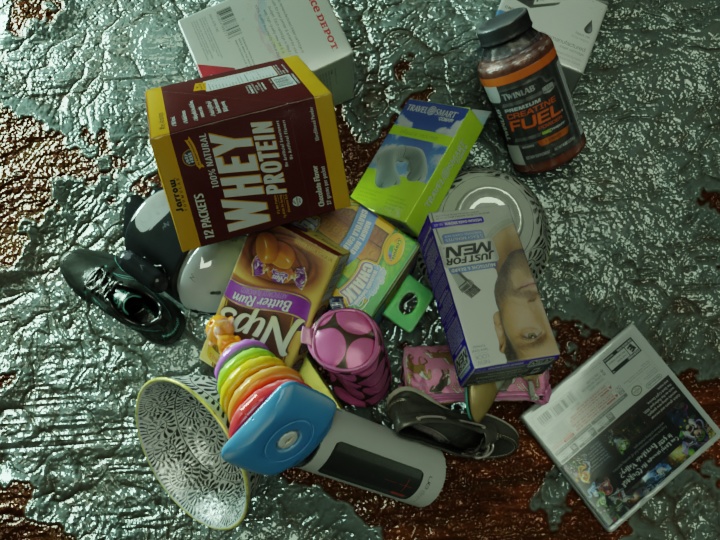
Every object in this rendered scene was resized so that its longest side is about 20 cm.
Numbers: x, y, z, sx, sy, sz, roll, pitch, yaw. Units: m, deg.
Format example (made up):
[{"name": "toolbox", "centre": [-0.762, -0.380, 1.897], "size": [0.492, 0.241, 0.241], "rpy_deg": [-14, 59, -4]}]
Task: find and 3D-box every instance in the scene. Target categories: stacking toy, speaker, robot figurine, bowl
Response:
[{"name": "stacking toy", "centre": [-0.126, 0.121, 0.912], "size": [0.116, 0.110, 0.200], "rpy_deg": [-46, 52, 5]}, {"name": "speaker", "centre": [0.010, 0.224, 0.980], "size": [0.198, 0.081, 0.082], "rpy_deg": [28, 76, -32]}, {"name": "robot figurine", "centre": [-0.227, -0.027, 1.058], "size": [0.199, 0.125, 0.151], "rpy_deg": [34, 76, 24]}, {"name": "bowl", "centre": [0.166, -0.056, 1.080], "size": [0.197, 0.094, 0.205], "rpy_deg": [0, 78, 2]}, {"name": "bowl", "centre": [-0.179, 0.207, 1.004], "size": [0.202, 0.201, 0.094], "rpy_deg": [50, 44, 11]}]

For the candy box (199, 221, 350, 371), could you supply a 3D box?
[{"name": "candy box", "centre": [-0.105, 0.044, 0.980], "size": [0.115, 0.056, 0.203], "rpy_deg": [27, 106, 13]}]

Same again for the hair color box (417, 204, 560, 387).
[{"name": "hair color box", "centre": [0.146, 0.026, 0.949], "size": [0.107, 0.065, 0.203], "rpy_deg": [-7, 65, -15]}]

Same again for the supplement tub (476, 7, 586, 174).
[{"name": "supplement tub", "centre": [0.220, -0.237, 1.069], "size": [0.106, 0.107, 0.202], "rpy_deg": [-30, 113, -6]}]

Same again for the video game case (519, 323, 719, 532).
[{"name": "video game case", "centre": [0.340, 0.203, 1.057], "size": [0.199, 0.023, 0.183], "rpy_deg": [-37, 79, -7]}]

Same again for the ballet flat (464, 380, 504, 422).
[{"name": "ballet flat", "centre": [0.158, 0.083, 0.981], "size": [0.062, 0.069, 0.203], "rpy_deg": [-7, 61, 18]}]

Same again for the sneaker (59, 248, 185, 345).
[{"name": "sneaker", "centre": [-0.323, 0.025, 1.082], "size": [0.198, 0.079, 0.076], "rpy_deg": [29, 80, 9]}]

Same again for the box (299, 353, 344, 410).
[{"name": "box", "centre": [-0.084, 0.132, 1.055], "size": [0.050, 0.075, 0.201], "rpy_deg": [-33, 80, -4]}]

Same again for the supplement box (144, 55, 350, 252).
[{"name": "supplement box", "centre": [-0.137, -0.145, 0.947], "size": [0.197, 0.198, 0.135], "rpy_deg": [-16, 119, -9]}]

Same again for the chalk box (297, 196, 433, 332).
[{"name": "chalk box", "centre": [0.000, 0.000, 1.055], "size": [0.198, 0.124, 0.125], "rpy_deg": [33, 79, 8]}]

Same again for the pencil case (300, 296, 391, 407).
[{"name": "pencil case", "centre": [-0.012, 0.109, 0.996], "size": [0.092, 0.201, 0.092], "rpy_deg": [-3, 66, 6]}]

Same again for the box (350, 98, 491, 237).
[{"name": "box", "centre": [0.080, -0.152, 1.098], "size": [0.121, 0.048, 0.202], "rpy_deg": [21, 77, 45]}]

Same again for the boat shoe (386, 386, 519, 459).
[{"name": "boat shoe", "centre": [0.118, 0.206, 1.006], "size": [0.197, 0.067, 0.057], "rpy_deg": [24, 33, -21]}]

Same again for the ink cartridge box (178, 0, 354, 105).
[{"name": "ink cartridge box", "centre": [-0.121, -0.288, 1.110], "size": [0.197, 0.145, 0.147], "rpy_deg": [-24, 79, -4]}]

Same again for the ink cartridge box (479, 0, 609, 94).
[{"name": "ink cartridge box", "centre": [0.274, -0.374, 1.151], "size": [0.143, 0.084, 0.203], "rpy_deg": [21, 79, 6]}]

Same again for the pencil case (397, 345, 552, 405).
[{"name": "pencil case", "centre": [0.146, 0.135, 1.043], "size": [0.196, 0.087, 0.085], "rpy_deg": [-2, 85, 3]}]
